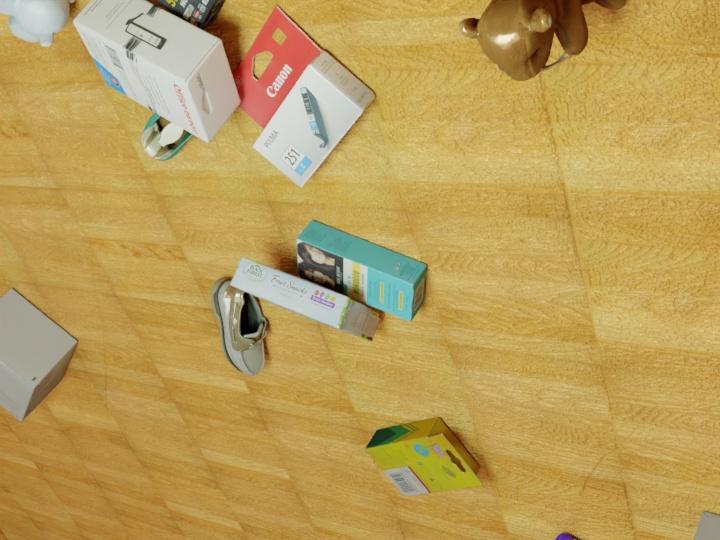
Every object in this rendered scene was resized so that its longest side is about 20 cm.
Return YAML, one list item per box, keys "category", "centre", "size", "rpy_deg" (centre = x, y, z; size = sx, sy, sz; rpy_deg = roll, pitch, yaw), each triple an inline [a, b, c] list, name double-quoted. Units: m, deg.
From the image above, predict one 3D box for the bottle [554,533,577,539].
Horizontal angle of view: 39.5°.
- category: "bottle"
  centre: [0.408, 0.524, 1.693]
  size: [0.198, 0.065, 0.084]
  rpy_deg: [29, 141, 11]

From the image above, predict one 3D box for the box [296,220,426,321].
- category: "box"
  centre: [0.000, 0.000, 1.510]
  size: [0.198, 0.049, 0.083]
  rpy_deg: [21, 138, 20]

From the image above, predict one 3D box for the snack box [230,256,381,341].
- category: "snack box"
  centre: [-0.082, 0.045, 1.552]
  size: [0.198, 0.054, 0.142]
  rpy_deg: [20, 175, 25]

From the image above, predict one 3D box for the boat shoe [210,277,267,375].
- category: "boat shoe"
  centre: [-0.202, 0.107, 1.750]
  size: [0.068, 0.075, 0.202]
  rpy_deg: [13, 134, 36]

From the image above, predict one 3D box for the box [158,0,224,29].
- category: "box"
  centre: [-0.221, -0.421, 1.270]
  size: [0.158, 0.048, 0.200]
  rpy_deg: [42, 141, -6]

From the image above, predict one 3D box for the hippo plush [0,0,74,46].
- category: "hippo plush"
  centre: [-0.493, -0.416, 1.445]
  size: [0.160, 0.161, 0.199]
  rpy_deg: [21, 167, -29]

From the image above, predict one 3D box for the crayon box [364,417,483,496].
- category: "crayon box"
  centre: [0.117, 0.323, 1.733]
  size: [0.199, 0.051, 0.127]
  rpy_deg: [-20, 114, 47]

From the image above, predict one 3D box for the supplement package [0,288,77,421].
- category: "supplement package"
  centre: [-0.751, 0.186, 2.193]
  size: [0.191, 0.147, 0.200]
  rpy_deg: [39, 141, -2]

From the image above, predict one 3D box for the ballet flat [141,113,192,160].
- category: "ballet flat"
  centre: [-0.294, -0.208, 1.516]
  size: [0.067, 0.071, 0.199]
  rpy_deg: [46, 141, -11]

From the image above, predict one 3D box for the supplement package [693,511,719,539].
- category: "supplement package"
  centre: [0.541, 0.473, 1.433]
  size: [0.154, 0.200, 0.112]
  rpy_deg: [8, 132, 32]

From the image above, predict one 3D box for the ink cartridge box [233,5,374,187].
- category: "ink cartridge box"
  centre: [-0.097, -0.230, 1.366]
  size: [0.176, 0.045, 0.200]
  rpy_deg: [40, 141, -4]

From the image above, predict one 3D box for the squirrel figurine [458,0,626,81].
- category: "squirrel figurine"
  centre: [0.163, -0.292, 0.989]
  size: [0.140, 0.187, 0.202]
  rpy_deg: [10, 134, 30]

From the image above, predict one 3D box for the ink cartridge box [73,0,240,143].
- category: "ink cartridge box"
  centre: [-0.273, -0.283, 1.373]
  size: [0.199, 0.085, 0.146]
  rpy_deg: [30, 160, 17]
